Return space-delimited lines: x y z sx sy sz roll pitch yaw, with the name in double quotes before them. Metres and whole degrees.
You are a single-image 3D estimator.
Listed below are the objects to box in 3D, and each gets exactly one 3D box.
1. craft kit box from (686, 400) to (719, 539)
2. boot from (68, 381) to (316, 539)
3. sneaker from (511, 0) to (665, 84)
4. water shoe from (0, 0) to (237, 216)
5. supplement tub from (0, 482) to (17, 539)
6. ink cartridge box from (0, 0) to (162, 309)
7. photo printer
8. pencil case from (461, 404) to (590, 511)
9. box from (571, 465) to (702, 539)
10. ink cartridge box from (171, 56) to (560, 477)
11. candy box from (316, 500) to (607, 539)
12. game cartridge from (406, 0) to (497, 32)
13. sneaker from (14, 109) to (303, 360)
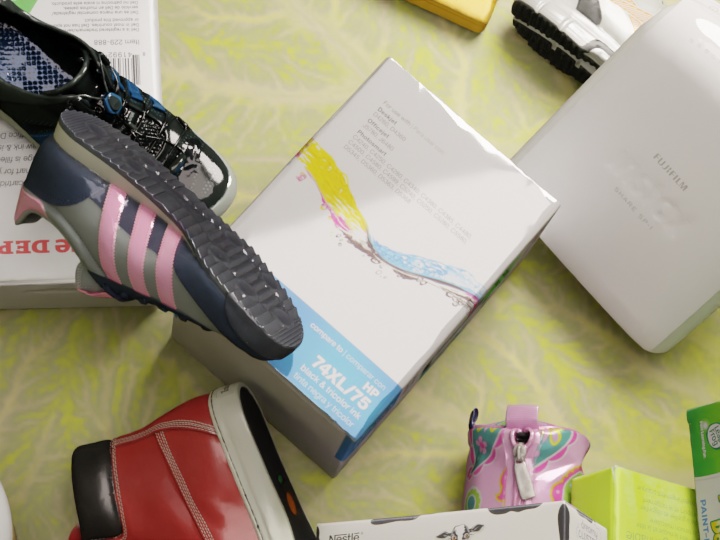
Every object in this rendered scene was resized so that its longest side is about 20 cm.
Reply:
"craft kit box" 0.298 0.185 1.437 0.199 0.048 0.199 5 71 -36
"boot" -0.101 0.187 1.428 0.144 0.072 0.201 -23 90 10
"sneaker" 0.199 -0.140 1.536 0.200 0.074 0.080 42 73 4
"water shoe" -0.165 -0.093 1.390 0.199 0.079 0.072 32 74 1
"supplement tub" -0.275 0.162 1.339 0.144 0.200 0.145 1 76 -6
"ink cartridge box" -0.200 -0.079 1.467 0.145 0.084 0.201 -1 76 -7
"photo printer" 0.205 -0.066 1.459 0.167 0.200 0.069 49 35 6
"pencil case" 0.098 0.189 1.435 0.087 0.087 0.201 8 77 -5
"box" 0.185 0.231 1.397 0.122 0.048 0.201 18 66 -31
"ink cartridge box" 0.000 0.000 1.439 0.146 0.147 0.200 41 76 5
"candy box" 0.057 0.245 1.344 0.167 0.072 0.201 -9 67 26
"game cartridge" 0.045 -0.287 1.575 0.176 0.032 0.201 24 74 0
"sneaker" -0.120 -0.003 1.334 0.200 0.070 0.082 44 110 18
